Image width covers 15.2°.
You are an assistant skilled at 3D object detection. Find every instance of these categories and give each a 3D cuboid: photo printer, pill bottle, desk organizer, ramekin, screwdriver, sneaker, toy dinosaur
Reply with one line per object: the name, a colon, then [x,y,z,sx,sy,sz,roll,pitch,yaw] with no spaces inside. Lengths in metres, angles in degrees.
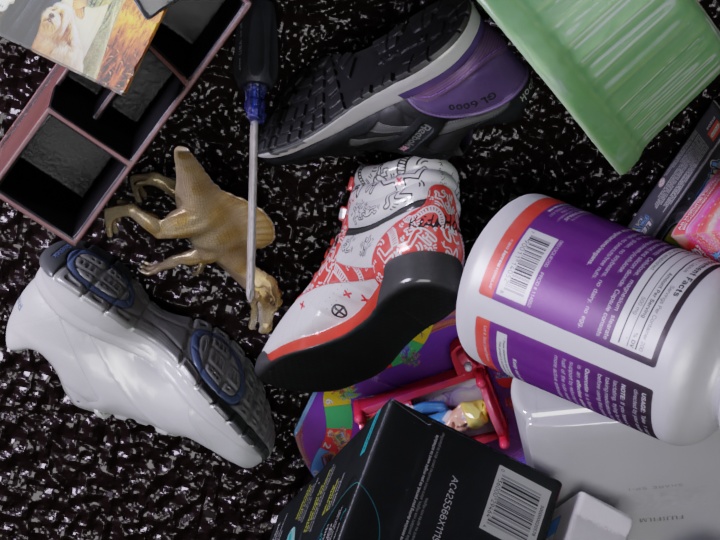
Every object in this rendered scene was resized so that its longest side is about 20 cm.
photo printer: [0.192,0.128,1.758,0.166,0.070,0.200,-6,140,8]
pill bottle: [0.164,0.035,1.636,0.200,0.112,0.113,23,114,27]
desk organizer: [-0.148,-0.119,1.682,0.072,0.077,0.200,33,108,-14]
ramekin: [0.130,-0.164,1.610,0.098,0.200,0.200,-39,108,6]
screwdriver: [-0.062,-0.076,1.663,0.029,0.201,0.028,-14,156,24]
sneaker: [0.020,-0.091,1.666,0.200,0.076,0.088,-21,127,44]
sneaker: [0.001,0.000,1.741,0.067,0.108,0.201,17,149,-28]
toy dinosaur: [-0.105,-0.038,1.706,0.101,0.058,0.200,3,146,22]
sneaker: [-0.142,0.065,1.771,0.200,0.075,0.087,39,119,-8]

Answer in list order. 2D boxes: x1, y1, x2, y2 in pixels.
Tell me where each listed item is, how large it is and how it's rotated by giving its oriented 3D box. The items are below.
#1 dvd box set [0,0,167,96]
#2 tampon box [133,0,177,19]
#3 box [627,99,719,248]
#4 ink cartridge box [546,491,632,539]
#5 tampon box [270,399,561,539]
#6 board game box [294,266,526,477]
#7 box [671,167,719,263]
dvd box set: [-0.159,-0.224,1.598,0.146,0.029,0.200,26,99,-12]
tampon box: [-0.074,-0.257,1.505,0.200,0.150,0.126,-32,107,1]
box: [0.220,-0.002,1.746,0.110,0.035,0.200,24,110,-26]
ink cartridge box: [0.093,0.255,1.741,0.045,0.177,0.200,27,148,-10]
tampon box: [0.015,0.205,1.725,0.126,0.150,0.200,27,146,-9]
board game box: [0.051,0.095,1.792,0.158,0.039,0.200,23,109,-10]
box: [0.297,-0.067,1.653,0.095,0.103,0.200,43,75,-15]
